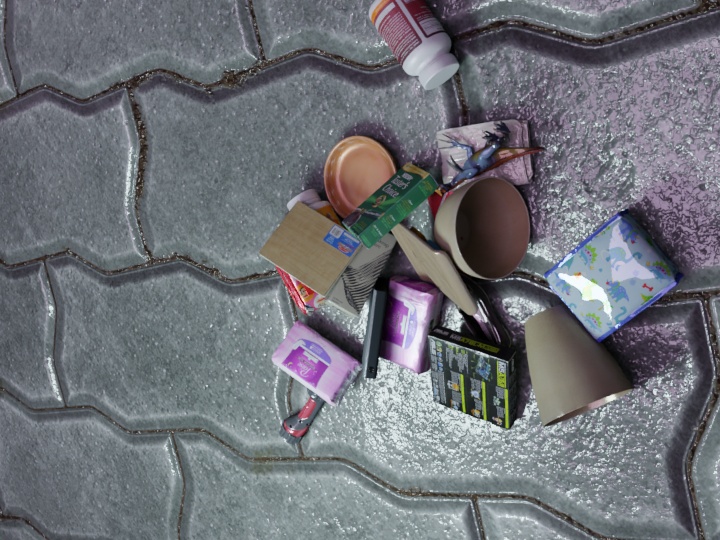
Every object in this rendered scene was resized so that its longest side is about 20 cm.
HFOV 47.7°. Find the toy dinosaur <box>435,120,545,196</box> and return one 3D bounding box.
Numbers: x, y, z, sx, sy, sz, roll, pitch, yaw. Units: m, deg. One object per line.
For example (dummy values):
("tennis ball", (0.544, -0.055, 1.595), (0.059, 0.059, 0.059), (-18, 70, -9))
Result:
("toy dinosaur", (0.230, -0.202, 1.614), (0.199, 0.105, 0.182), (30, 136, 7))

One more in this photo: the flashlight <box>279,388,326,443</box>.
("flashlight", (-0.139, 0.351, 2.060), (0.068, 0.067, 0.201), (42, 122, 21))

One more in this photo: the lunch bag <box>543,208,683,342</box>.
("lunch bag", (0.469, 0.012, 1.525), (0.200, 0.127, 0.171), (-44, 77, 24))

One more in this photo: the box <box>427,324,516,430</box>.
("box", (0.240, 0.229, 1.745), (0.192, 0.048, 0.201), (14, 131, 30))

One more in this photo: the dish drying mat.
("dish drying mat", (0.203, -0.079, 1.749), (0.076, 0.018, 0.202), (-18, 91, 35))

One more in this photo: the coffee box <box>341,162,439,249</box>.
("coffee box", (0.060, -0.140, 1.718), (0.200, 0.123, 0.044), (-41, 116, -1))

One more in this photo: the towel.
("towel", (0.252, -0.233, 1.659), (0.198, 0.034, 0.134), (-4, 98, 30))

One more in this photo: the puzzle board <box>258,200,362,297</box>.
("puzzle board", (-0.109, -0.049, 1.797), (0.199, 0.017, 0.151), (32, 79, 26))

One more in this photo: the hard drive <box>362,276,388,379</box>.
("hard drive", (0.032, 0.126, 1.839), (0.033, 0.140, 0.202), (7, 102, -2))

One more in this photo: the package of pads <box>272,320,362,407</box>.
("package of pads", (-0.104, 0.225, 1.965), (0.199, 0.076, 0.121), (32, 81, 23))

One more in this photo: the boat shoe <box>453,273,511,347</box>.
("boat shoe", (0.248, 0.094, 1.728), (0.067, 0.057, 0.201), (-39, 84, 35))

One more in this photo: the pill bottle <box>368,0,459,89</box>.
("pill bottle", (0.112, -0.474, 1.656), (0.113, 0.113, 0.201), (-38, 79, 34))

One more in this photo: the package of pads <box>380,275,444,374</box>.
("package of pads", (0.111, 0.121, 1.826), (0.120, 0.075, 0.202), (19, 111, 29))

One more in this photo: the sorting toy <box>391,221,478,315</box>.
("sorting toy", (0.155, -0.012, 1.684), (0.200, 0.036, 0.186), (38, 165, 54))

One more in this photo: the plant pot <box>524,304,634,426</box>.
("plant pot", (0.403, 0.176, 1.593), (0.187, 0.186, 0.202), (-34, 68, 35))

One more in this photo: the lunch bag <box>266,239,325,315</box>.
("lunch bag", (-0.145, 0.003, 1.901), (0.081, 0.176, 0.201), (-28, 95, -4))

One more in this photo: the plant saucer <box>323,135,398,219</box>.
("plant saucer", (0.006, -0.204, 1.842), (0.199, 0.037, 0.202), (10, 108, 32))

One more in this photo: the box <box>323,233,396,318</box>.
("box", (0.000, 0.000, 1.802), (0.082, 0.068, 0.201), (28, 80, -8))

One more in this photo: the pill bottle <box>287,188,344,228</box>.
("pill bottle", (-0.090, -0.084, 1.892), (0.109, 0.109, 0.201), (-35, 82, 35))

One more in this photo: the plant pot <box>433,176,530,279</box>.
("plant pot", (0.225, -0.084, 1.645), (0.134, 0.199, 0.202), (2, 104, 57))
